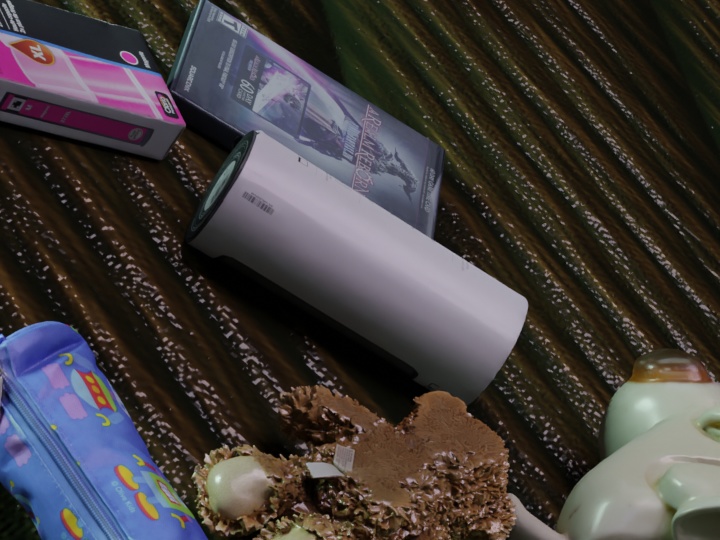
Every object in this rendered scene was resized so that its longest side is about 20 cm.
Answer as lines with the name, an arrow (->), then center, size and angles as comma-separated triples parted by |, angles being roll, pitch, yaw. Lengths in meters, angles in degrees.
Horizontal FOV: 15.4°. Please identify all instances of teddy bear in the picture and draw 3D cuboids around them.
teddy bear -> -0.004, 0.127, 1.434 | 0.145, 0.067, 0.200 | 34, 33, 13

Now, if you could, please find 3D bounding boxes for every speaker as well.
speaker -> 0.000, 0.000, 1.597 | 0.200, 0.081, 0.081 | 32, 28, -12

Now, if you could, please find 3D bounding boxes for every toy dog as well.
toy dog -> 0.186, 0.139, 1.579 | 0.194, 0.140, 0.200 | 1, 29, 10

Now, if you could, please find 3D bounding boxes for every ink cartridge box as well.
ink cartridge box -> -0.205, -0.126, 1.600 | 0.200, 0.037, 0.095 | 10, 38, -38

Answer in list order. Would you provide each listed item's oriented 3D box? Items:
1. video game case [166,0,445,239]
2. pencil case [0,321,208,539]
video game case -> -0.034, -0.093, 1.766 | 0.200, 0.019, 0.143 | 31, 29, -12
pencil case -> -0.129, 0.111, 1.281 | 0.200, 0.078, 0.087 | 53, 2, 27
